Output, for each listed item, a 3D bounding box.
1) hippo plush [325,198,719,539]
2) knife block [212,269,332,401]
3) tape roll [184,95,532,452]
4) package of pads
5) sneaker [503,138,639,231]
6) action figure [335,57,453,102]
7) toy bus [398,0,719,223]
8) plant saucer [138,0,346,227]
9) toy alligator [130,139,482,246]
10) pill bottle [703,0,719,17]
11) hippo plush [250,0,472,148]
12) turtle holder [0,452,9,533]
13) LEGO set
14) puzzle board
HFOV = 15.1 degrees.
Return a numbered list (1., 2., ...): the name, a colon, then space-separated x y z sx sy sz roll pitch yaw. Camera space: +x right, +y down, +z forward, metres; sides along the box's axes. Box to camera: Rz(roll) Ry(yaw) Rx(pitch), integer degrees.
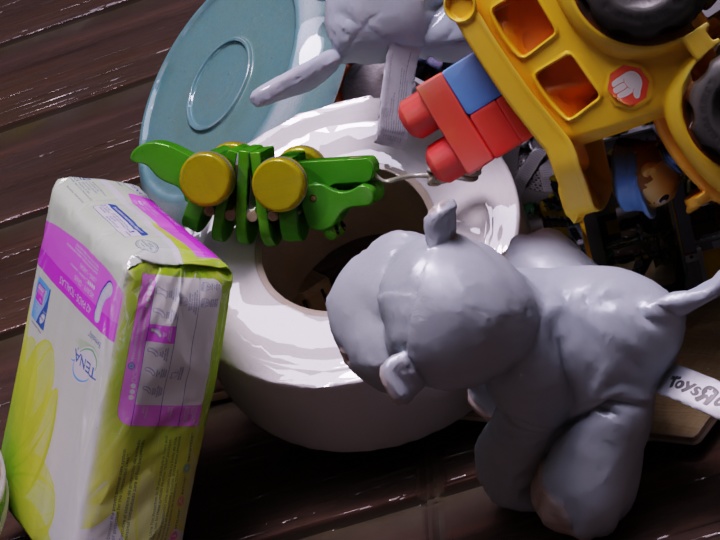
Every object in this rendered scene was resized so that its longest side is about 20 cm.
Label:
1. hippo plush: 0.069 0.050 1.356 0.161 0.159 0.200 8 -1 -32
2. knife block: -0.090 0.009 1.695 0.200 0.064 0.176 -12 31 19
3. tape roll: 0.000 0.000 1.537 0.202 0.071 0.203 -9 53 12
4. package of pads: -0.138 0.065 1.507 0.068 0.200 0.155 4 17 -26
5. sneaker: 0.111 -0.067 1.661 0.200 0.082 0.075 -18 28 9
6. action figure: 0.041 -0.117 1.754 0.200 0.105 0.193 28 13 7
7. toy bus: 0.127 -0.092 1.399 0.192 0.200 0.136 -35 1 14
8. plant saucer: -0.080 -0.111 1.685 0.200 0.027 0.200 -35 41 38
9. toy alligator: -0.032 -0.039 1.503 0.200 0.054 0.059 5 11 13
10. pill bottle: 0.156 -0.151 1.601 0.111 0.111 0.200 -25 10 -4
11. hippo plush: 0.049 -0.163 1.547 0.159 0.200 0.161 18 2 3
12. turtle holder: -0.270 0.148 1.536 0.141 0.186 0.132 22 43 10
13. LEGO set: 0.185 -0.061 1.527 0.200 0.116 0.154 -12 21 7
14. puzzle board: 0.140 0.043 1.522 0.200 0.017 0.151 3 39 40
